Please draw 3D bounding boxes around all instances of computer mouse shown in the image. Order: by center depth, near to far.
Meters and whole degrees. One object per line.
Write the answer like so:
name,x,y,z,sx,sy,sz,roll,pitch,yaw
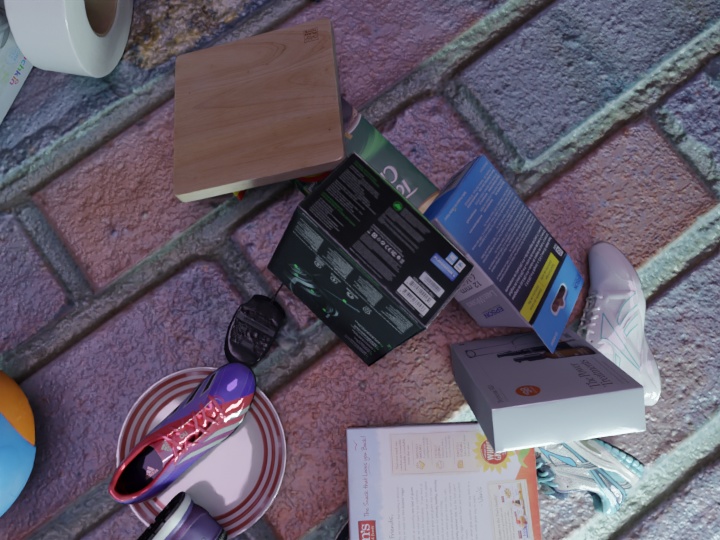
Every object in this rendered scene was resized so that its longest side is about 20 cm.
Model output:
computer mouse,-0.106,0.028,0.847,0.058,0.034,0.201,32,74,-11

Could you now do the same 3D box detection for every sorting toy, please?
sorting toy,-0.115,-0.178,0.824,0.198,0.070,0.201,-10,65,10

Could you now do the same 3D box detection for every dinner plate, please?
dinner plate,-0.185,0.216,0.816,0.198,0.024,0.202,0,80,-1

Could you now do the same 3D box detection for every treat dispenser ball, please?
treat dispenser ball,-0.449,0.186,0.725,0.199,0.201,0.203,0,81,-1

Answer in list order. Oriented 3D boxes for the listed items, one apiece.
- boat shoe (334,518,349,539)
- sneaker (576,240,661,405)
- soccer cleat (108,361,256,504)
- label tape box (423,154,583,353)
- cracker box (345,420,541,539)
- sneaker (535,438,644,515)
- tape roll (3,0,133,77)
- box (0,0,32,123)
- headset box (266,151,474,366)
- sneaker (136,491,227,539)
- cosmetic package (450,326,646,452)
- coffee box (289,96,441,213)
boat shoe,0.034,0.292,0.787,0.200,0.062,0.075,-40,83,-7
sneaker,0.295,0.065,0.824,0.079,0.070,0.202,-9,81,-3
soccer cleat,-0.195,0.183,0.772,0.200,0.073,0.068,-43,84,-7
label tape box,0.160,-0.013,0.800,0.200,0.066,0.143,48,48,-10
cracker box,0.084,0.231,0.736,0.198,0.058,0.135,-2,80,0
sneaker,0.222,0.215,0.797,0.199,0.078,0.087,26,84,3
tape roll,-0.336,-0.334,0.815,0.070,0.203,0.205,8,81,1
box,-0.491,-0.236,0.807,0.096,0.177,0.201,24,81,2
headset box,0.000,0.000,0.763,0.174,0.200,0.093,43,64,2
sneaker,-0.228,0.346,0.761,0.087,0.076,0.200,41,98,-8
cosmetic package,0.190,0.120,0.748,0.149,0.200,0.052,-10,102,-2
coffee box,0.002,-0.108,0.861,0.123,0.044,0.200,-43,84,-7
